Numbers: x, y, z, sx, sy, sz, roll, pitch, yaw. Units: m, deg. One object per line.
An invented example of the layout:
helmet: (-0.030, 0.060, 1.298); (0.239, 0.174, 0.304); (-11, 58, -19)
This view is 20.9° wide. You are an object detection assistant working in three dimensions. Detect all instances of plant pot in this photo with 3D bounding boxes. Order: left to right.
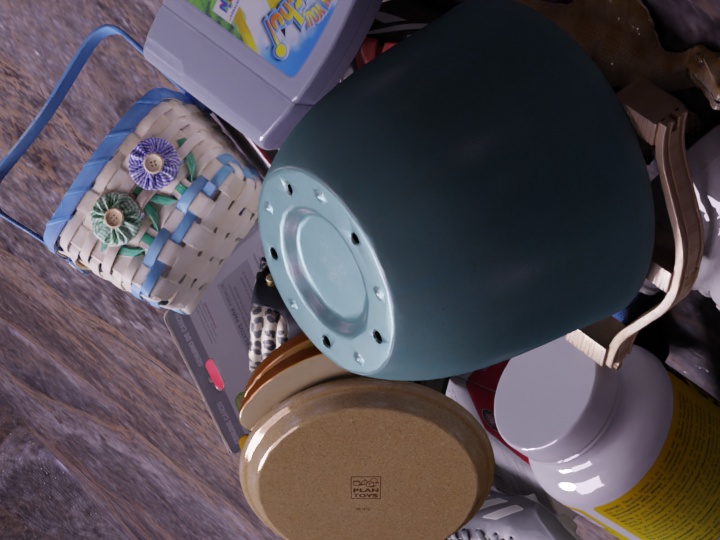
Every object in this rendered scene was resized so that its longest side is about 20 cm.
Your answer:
plant pot: (0.039, -0.032, 1.100); (0.200, 0.160, 0.202); (39, 143, 37)

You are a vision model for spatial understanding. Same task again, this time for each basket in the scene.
basket: (-0.181, -0.077, 1.531); (0.199, 0.177, 0.139); (35, -177, 25)

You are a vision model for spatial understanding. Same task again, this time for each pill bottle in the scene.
pill bottle: (0.181, 0.116, 1.269); (0.199, 0.113, 0.112); (33, 171, -36)

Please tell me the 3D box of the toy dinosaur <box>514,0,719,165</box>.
toy dinosaur: (0.136, -0.124, 1.132); (0.199, 0.058, 0.102); (26, 136, 30)

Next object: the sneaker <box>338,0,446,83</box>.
sneaker: (0.051, -0.130, 1.246); (0.198, 0.098, 0.071); (10, 130, 24)

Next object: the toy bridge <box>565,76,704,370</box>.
toy bridge: (0.162, -0.013, 1.117); (0.067, 0.027, 0.201); (37, 143, 29)

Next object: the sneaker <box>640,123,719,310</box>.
sneaker: (0.202, 0.002, 1.171); (0.116, 0.074, 0.200); (49, 158, 6)

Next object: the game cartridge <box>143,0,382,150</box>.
game cartridge: (-0.048, -0.185, 1.213); (0.133, 0.201, 0.040); (35, -159, 22)

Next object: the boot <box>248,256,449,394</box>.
boot: (0.000, 0.001, 1.398); (0.152, 0.074, 0.206); (9, 115, 4)

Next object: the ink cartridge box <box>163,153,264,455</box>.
ink cartridge box: (-0.100, 0.029, 1.674); (0.084, 0.175, 0.201); (31, 153, 38)

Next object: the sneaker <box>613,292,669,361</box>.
sneaker: (0.161, 0.060, 1.350); (0.089, 0.078, 0.201); (41, 158, 24)

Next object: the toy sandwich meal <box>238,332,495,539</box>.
toy sandwich meal: (-0.001, 0.128, 1.406); (0.071, 0.203, 0.206); (-92, -18, -49)

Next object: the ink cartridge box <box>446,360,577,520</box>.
ink cartridge box: (0.096, 0.096, 1.531); (0.199, 0.086, 0.148); (25, 150, 48)

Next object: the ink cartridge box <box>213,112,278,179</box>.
ink cartridge box: (-0.068, -0.103, 1.502); (0.201, 0.045, 0.176); (53, 175, -12)

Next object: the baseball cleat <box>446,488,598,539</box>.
baseball cleat: (0.082, 0.203, 1.483); (0.199, 0.106, 0.070); (25, 146, 40)
